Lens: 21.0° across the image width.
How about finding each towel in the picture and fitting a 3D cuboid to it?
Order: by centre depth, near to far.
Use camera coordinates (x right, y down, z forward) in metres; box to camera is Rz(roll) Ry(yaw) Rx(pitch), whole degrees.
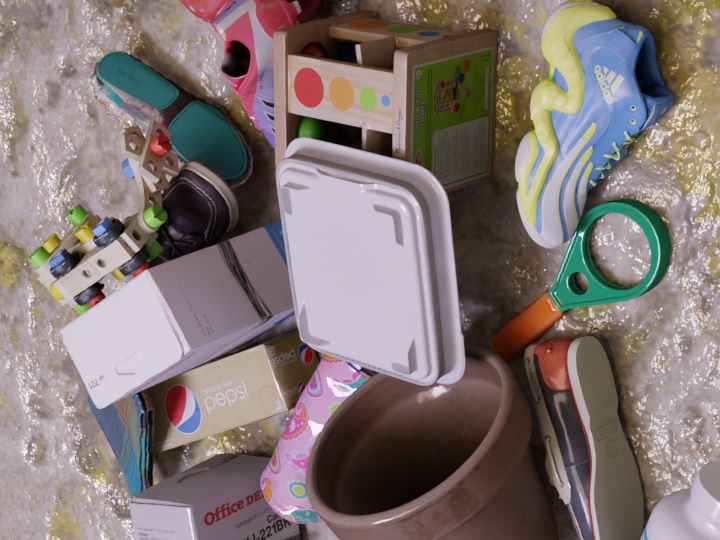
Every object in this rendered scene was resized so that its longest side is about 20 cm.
[{"bbox_3d":[-0.235,0.130,1.894,0.200,0.022,0.147,101,146,-56],"label":"towel"}]

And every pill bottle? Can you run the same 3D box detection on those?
[{"bbox_3d":[0.265,0.250,1.527,0.111,0.111,0.201,34,123,27],"label":"pill bottle"}]

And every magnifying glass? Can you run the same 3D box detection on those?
[{"bbox_3d":[0.177,0.013,1.590,0.200,0.022,0.080,-43,76,38],"label":"magnifying glass"}]

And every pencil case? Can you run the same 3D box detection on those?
[{"bbox_3d":[-0.019,0.139,1.748,0.087,0.087,0.200,44,125,21],"label":"pencil case"}]

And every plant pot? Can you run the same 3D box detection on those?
[{"bbox_3d":[0.080,0.190,1.615,0.200,0.200,0.175,-9,128,41],"label":"plant pot"}]

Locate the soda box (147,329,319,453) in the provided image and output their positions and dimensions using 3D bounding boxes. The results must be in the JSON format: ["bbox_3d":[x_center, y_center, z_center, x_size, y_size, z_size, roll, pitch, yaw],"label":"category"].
[{"bbox_3d":[-0.126,0.116,1.843,0.200,0.064,0.068,-20,90,42],"label":"soda box"}]

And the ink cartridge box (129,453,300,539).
[{"bbox_3d":[-0.127,0.289,1.834,0.084,0.144,0.201,-3,102,39],"label":"ink cartridge box"}]

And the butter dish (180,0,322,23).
[{"bbox_3d":[-0.120,-0.299,1.653,0.200,0.148,0.200,-42,77,39],"label":"butter dish"}]

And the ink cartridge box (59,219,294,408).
[{"bbox_3d":[-0.147,0.037,1.744,0.146,0.200,0.086,-31,83,41],"label":"ink cartridge box"}]

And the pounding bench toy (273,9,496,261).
[{"bbox_3d":[0.013,-0.104,1.618,0.156,0.124,0.201,14,112,36],"label":"pounding bench toy"}]

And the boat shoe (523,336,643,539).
[{"bbox_3d":[0.181,0.153,1.592,0.062,0.071,0.201,-10,94,40],"label":"boat shoe"}]

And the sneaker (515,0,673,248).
[{"bbox_3d":[0.183,-0.106,1.509,0.105,0.076,0.201,17,113,35],"label":"sneaker"}]

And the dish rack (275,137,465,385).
[{"bbox_3d":[0.000,0.000,1.568,0.171,0.043,0.201,17,126,37],"label":"dish rack"}]

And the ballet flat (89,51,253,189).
[{"bbox_3d":[-0.172,-0.134,1.811,0.200,0.076,0.064,42,158,21],"label":"ballet flat"}]

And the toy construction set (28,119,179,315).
[{"bbox_3d":[-0.220,-0.036,1.726,0.092,0.131,0.200,37,127,-5],"label":"toy construction set"}]

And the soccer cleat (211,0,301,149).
[{"bbox_3d":[-0.087,-0.165,1.672,0.067,0.076,0.200,48,159,29],"label":"soccer cleat"}]

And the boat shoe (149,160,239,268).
[{"bbox_3d":[-0.166,-0.035,1.784,0.072,0.065,0.200,41,153,-1],"label":"boat shoe"}]
